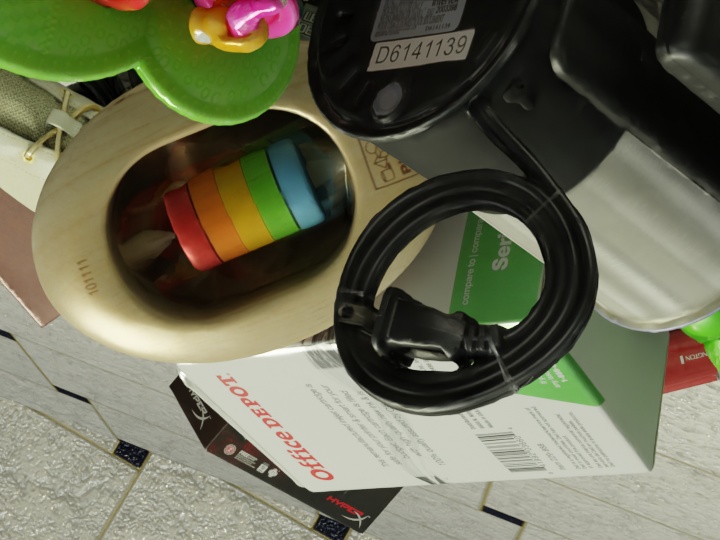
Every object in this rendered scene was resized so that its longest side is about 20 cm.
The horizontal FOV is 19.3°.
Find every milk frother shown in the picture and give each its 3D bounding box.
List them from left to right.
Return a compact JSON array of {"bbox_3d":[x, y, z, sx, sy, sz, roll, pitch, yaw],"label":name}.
[{"bbox_3d":[0.079,-0.020,0.835,0.188,0.201,0.180,32,174,-40],"label":"milk frother"}]

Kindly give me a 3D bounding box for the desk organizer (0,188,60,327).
[{"bbox_3d":[-0.213,-0.071,1.215,0.200,0.077,0.072,51,-169,-21],"label":"desk organizer"}]

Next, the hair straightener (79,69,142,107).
[{"bbox_3d":[-0.122,-0.072,1.172,0.077,0.041,0.200,-10,138,15],"label":"hair straightener"}]

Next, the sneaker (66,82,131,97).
[{"bbox_3d":[-0.154,-0.087,1.299,0.089,0.077,0.200,41,153,-28],"label":"sneaker"}]

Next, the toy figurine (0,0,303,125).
[{"bbox_3d":[-0.047,-0.140,0.731,0.200,0.151,0.184,40,151,-26],"label":"toy figurine"}]

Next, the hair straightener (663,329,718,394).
[{"bbox_3d":[0.140,0.064,1.237,0.199,0.041,0.077,-20,-176,1],"label":"hair straightener"}]

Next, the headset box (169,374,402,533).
[{"bbox_3d":[0.003,0.047,1.327,0.148,0.200,0.075,33,-168,-38],"label":"headset box"}]

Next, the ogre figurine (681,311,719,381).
[{"bbox_3d":[0.217,0.010,0.985,0.119,0.099,0.200,24,169,-22],"label":"ogre figurine"}]

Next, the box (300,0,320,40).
[{"bbox_3d":[0.008,-0.049,1.070,0.136,0.040,0.200,27,152,12],"label":"box"}]

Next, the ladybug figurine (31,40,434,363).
[{"bbox_3d":[-0.051,-0.034,0.965,0.199,0.136,0.072,-19,-168,4],"label":"ladybug figurine"}]

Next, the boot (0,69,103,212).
[{"bbox_3d":[-0.141,-0.066,1.085,0.154,0.072,0.200,35,157,-6],"label":"boot"}]

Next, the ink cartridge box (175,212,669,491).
[{"bbox_3d":[0.031,0.038,1.043,0.199,0.084,0.146,-6,145,29],"label":"ink cartridge box"}]
